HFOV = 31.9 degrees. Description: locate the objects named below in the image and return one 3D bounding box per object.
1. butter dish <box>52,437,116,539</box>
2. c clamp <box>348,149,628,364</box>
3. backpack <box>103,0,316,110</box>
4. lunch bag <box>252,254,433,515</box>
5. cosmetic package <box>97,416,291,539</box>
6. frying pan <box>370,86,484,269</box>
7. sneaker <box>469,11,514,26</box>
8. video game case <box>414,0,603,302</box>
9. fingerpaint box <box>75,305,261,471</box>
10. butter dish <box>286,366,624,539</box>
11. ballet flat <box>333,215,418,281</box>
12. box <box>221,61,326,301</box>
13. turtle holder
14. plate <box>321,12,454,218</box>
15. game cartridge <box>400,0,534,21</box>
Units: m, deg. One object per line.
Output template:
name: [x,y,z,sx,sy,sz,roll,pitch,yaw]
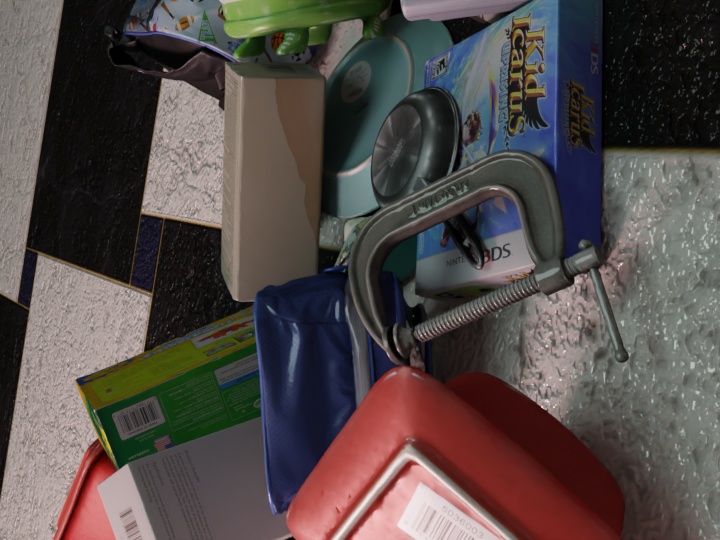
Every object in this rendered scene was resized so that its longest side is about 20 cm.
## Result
butter dish: [-0.228,0.248,1.394,0.200,0.147,0.200,-62,-8,32]
c clamp: [0.075,0.004,0.863,0.199,0.027,0.172,-20,64,30]
backpack: [-0.136,-0.244,1.322,0.190,0.199,0.155,28,94,57]
lunch bag: [-0.008,0.086,0.986,0.136,0.131,0.201,-77,-17,-85]
cosmetic package: [-0.110,0.194,1.091,0.085,0.199,0.108,-37,71,52]
frying pan: [0.043,-0.060,0.985,0.115,0.031,0.191,-44,42,46]
sneaker: [0.093,-0.288,1.003,0.076,0.075,0.201,-34,57,46]
video game case: [0.108,-0.088,0.949,0.181,0.045,0.201,-17,68,59]
fingerpaint box: [-0.158,0.111,1.200,0.167,0.199,0.074,13,124,70]
butter dish: [0.085,0.151,0.821,0.200,0.148,0.200,41,132,9]
ballet flat: [0.000,0.000,1.109,0.200,0.069,0.071,121,149,-43]
box: [-0.080,-0.081,1.127,0.095,0.077,0.201,-128,39,-67]
turtle holder: [-0.038,-0.267,1.120,0.141,0.184,0.133,-135,34,-75]
plate: [0.006,-0.144,1.121,0.200,0.025,0.201,-28,51,41]
game cartridge: [0.096,-0.293,0.957,0.040,0.133,0.201,40,-132,-69]
